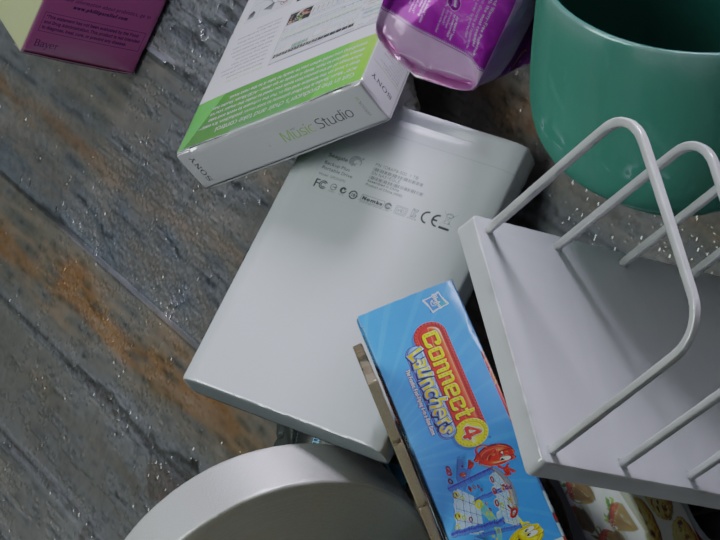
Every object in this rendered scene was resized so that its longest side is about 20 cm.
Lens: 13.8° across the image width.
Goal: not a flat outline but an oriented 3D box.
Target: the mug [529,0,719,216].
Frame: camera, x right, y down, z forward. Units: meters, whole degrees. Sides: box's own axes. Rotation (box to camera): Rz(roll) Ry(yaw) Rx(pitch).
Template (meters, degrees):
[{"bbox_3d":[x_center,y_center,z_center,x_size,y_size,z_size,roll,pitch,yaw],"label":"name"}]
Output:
[{"bbox_3d":[0.173,-0.104,1.529,0.152,0.185,0.115,33,133,37],"label":"mug"}]

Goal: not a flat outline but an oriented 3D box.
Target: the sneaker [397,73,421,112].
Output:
[{"bbox_3d":[0.023,-0.068,1.796,0.099,0.078,0.201,-2,67,25],"label":"sneaker"}]

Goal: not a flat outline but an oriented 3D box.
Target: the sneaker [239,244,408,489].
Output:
[{"bbox_3d":[-0.019,0.064,1.826,0.082,0.073,0.201,-28,64,30],"label":"sneaker"}]

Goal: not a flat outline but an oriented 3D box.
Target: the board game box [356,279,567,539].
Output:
[{"bbox_3d":[0.073,0.140,1.563,0.056,0.200,0.196,-22,53,-1],"label":"board game box"}]

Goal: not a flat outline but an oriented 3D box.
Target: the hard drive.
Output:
[{"bbox_3d":[0.000,0.000,1.713,0.132,0.027,0.200,19,71,24],"label":"hard drive"}]

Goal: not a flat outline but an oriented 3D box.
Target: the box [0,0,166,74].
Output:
[{"bbox_3d":[-0.193,-0.274,2.115,0.176,0.096,0.200,53,125,46],"label":"box"}]

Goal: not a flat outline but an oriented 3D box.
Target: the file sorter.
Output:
[{"bbox_3d":[0.174,0.024,1.440,0.124,0.200,0.139,-40,51,37],"label":"file sorter"}]

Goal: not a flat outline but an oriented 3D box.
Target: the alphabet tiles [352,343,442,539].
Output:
[{"bbox_3d":[0.033,0.122,1.554,0.200,0.008,0.168,-115,3,-85],"label":"alphabet tiles"}]

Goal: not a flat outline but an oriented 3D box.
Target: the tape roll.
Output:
[{"bbox_3d":[-0.053,0.188,1.715,0.203,0.202,0.037,-62,38,24],"label":"tape roll"}]

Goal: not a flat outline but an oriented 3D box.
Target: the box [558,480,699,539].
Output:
[{"bbox_3d":[0.147,0.148,1.490,0.039,0.041,0.200,-20,98,39],"label":"box"}]

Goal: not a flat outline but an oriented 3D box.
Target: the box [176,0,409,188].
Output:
[{"bbox_3d":[-0.019,-0.143,1.780,0.144,0.036,0.200,-19,33,36],"label":"box"}]

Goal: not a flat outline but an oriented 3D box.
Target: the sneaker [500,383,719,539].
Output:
[{"bbox_3d":[0.146,0.090,1.570,0.113,0.071,0.200,-48,54,43],"label":"sneaker"}]

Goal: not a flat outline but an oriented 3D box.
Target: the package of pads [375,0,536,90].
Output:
[{"bbox_3d":[0.089,-0.172,1.615,0.076,0.200,0.121,30,113,14],"label":"package of pads"}]
